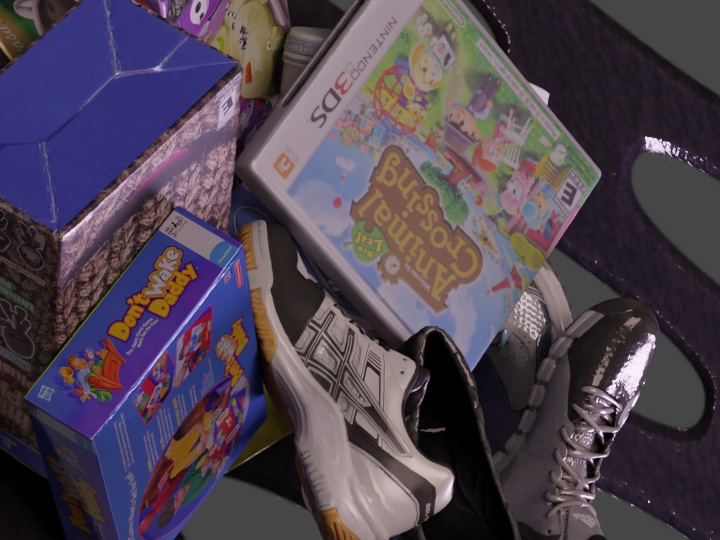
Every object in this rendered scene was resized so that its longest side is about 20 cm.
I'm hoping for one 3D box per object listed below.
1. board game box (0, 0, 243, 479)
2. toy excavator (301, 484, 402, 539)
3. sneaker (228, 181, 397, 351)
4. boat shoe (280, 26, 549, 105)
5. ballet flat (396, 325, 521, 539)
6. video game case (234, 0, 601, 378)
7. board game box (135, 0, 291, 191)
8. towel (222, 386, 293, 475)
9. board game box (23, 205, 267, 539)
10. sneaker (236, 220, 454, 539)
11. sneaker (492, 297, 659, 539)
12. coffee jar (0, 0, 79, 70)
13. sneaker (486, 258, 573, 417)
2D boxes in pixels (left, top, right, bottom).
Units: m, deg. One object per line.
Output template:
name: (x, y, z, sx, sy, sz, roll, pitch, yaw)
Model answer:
board game box: (-0.151, -0.020, 1.493, 0.096, 0.201, 0.160, 30, 53, 18)
toy excavator: (0.015, 0.170, 1.608, 0.200, 0.100, 0.195, 37, 58, -3)
sneaker: (0.000, 0.000, 1.665, 0.199, 0.076, 0.077, 22, 100, -33)
boat shoe: (0.029, -0.100, 1.706, 0.200, 0.070, 0.072, 7, 101, -40)
ballet flat: (0.052, 0.124, 1.567, 0.066, 0.057, 0.201, -10, 59, -16)
video game case: (0.038, -0.058, 1.648, 0.200, 0.022, 0.182, 48, 63, -26)
board game box: (-0.081, -0.125, 1.614, 0.120, 0.032, 0.201, -52, 152, -30)
towel: (-0.057, 0.056, 1.680, 0.199, 0.018, 0.086, -30, 95, -38)
board game box: (-0.111, 0.074, 1.514, 0.045, 0.200, 0.135, 30, 66, 17)
sneaker: (-0.009, 0.058, 1.566, 0.087, 0.076, 0.201, -20, 71, -6)
sneaker: (0.137, 0.122, 1.698, 0.075, 0.116, 0.201, 23, 107, -33)
coffee jar: (-0.175, -0.135, 1.580, 0.200, 0.085, 0.105, -45, 108, -37)
sneaker: (0.068, 0.001, 1.762, 0.086, 0.078, 0.201, -11, 78, -34)
